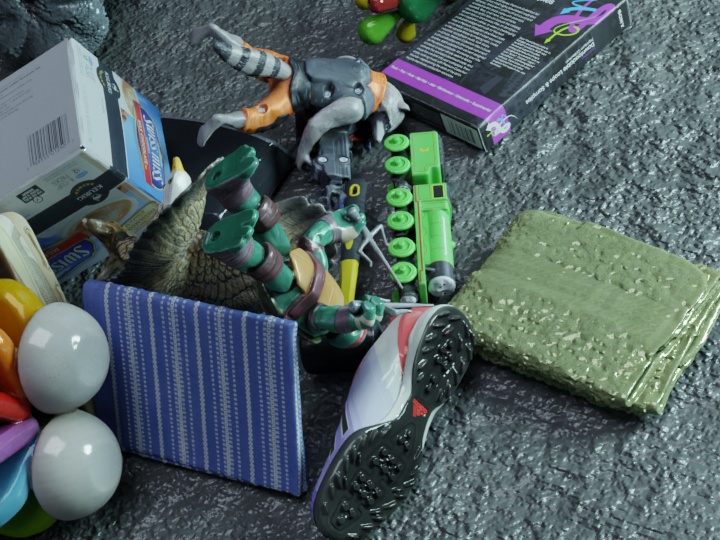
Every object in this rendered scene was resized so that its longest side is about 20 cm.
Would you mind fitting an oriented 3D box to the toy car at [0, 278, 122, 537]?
[{"bbox_3d":[-0.285,0.112,1.124,0.175,0.200,0.150,0,11,28],"label":"toy car"}]

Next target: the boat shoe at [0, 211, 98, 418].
[{"bbox_3d":[-0.257,0.046,1.219,0.072,0.200,0.065,-27,1,32],"label":"boat shoe"}]

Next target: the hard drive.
[{"bbox_3d":[-0.174,-0.087,1.391,0.200,0.042,0.135,11,52,30],"label":"hard drive"}]

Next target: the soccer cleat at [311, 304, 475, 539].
[{"bbox_3d":[0.013,0.111,1.112,0.073,0.068,0.200,-3,50,50],"label":"soccer cleat"}]

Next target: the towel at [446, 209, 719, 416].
[{"bbox_3d":[0.169,0.029,1.144,0.200,0.037,0.148,21,59,35],"label":"towel"}]

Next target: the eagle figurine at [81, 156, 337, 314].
[{"bbox_3d":[-0.139,-0.019,1.203,0.152,0.151,0.200,-36,25,-34],"label":"eagle figurine"}]

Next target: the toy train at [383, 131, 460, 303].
[{"bbox_3d":[0.050,-0.046,1.265,0.056,0.042,0.200,-5,45,3],"label":"toy train"}]

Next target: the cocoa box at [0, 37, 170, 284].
[{"bbox_3d":[-0.281,-0.079,1.314,0.200,0.131,0.133,-28,53,19],"label":"cocoa box"}]

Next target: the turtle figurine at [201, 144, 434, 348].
[{"bbox_3d":[-0.033,0.004,1.100,0.101,0.200,0.150,-41,38,11],"label":"turtle figurine"}]

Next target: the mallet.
[{"bbox_3d":[0.000,0.000,1.230,0.066,0.041,0.200,-1,50,18],"label":"mallet"}]

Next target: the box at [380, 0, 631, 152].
[{"bbox_3d":[0.132,-0.202,1.386,0.200,0.036,0.143,-42,45,-18],"label":"box"}]

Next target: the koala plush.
[{"bbox_3d":[-0.317,-0.324,1.624,0.177,0.184,0.200,-14,21,26],"label":"koala plush"}]

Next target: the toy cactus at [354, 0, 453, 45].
[{"bbox_3d":[0.083,-0.288,1.417,0.200,0.102,0.165,-32,19,-20],"label":"toy cactus"}]

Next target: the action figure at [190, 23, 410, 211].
[{"bbox_3d":[-0.047,-0.141,1.329,0.193,0.105,0.200,3,49,-20],"label":"action figure"}]

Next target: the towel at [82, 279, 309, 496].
[{"bbox_3d":[-0.126,0.086,1.139,0.200,0.145,0.024,10,25,30],"label":"towel"}]
